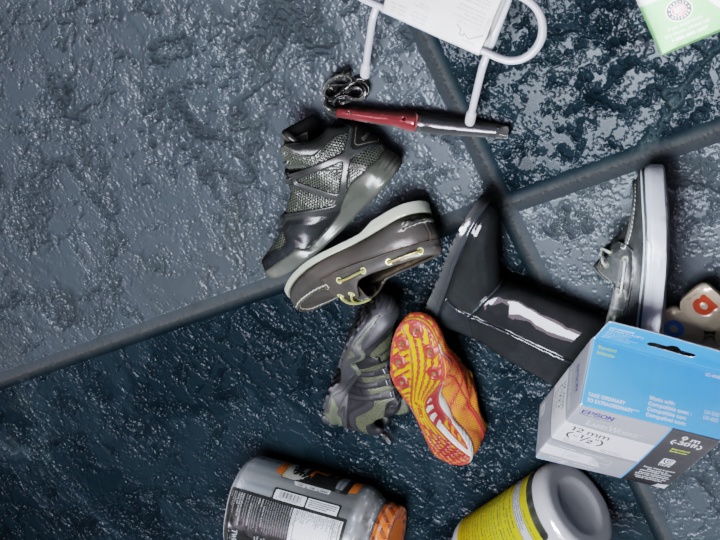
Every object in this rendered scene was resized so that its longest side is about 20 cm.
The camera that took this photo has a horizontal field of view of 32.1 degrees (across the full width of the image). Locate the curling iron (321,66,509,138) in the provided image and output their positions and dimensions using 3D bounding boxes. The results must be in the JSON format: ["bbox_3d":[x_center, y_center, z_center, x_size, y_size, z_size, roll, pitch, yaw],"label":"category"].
[{"bbox_3d":[0.051,-0.157,1.239,0.198,0.026,0.050,17,126,14],"label":"curling iron"}]

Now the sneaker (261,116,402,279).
[{"bbox_3d":[-0.056,-0.082,1.301,0.114,0.076,0.199,43,122,-2],"label":"sneaker"}]

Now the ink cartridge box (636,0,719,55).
[{"bbox_3d":[0.275,-0.303,1.024,0.145,0.084,0.201,-20,109,31],"label":"ink cartridge box"}]

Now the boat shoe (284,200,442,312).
[{"bbox_3d":[0.000,0.000,1.313,0.200,0.071,0.061,-33,70,32],"label":"boat shoe"}]

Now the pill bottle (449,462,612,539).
[{"bbox_3d":[0.174,0.304,1.393,0.112,0.113,0.200,45,125,-6],"label":"pill bottle"}]

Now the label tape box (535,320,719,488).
[{"bbox_3d":[0.266,0.133,1.200,0.141,0.067,0.201,14,151,-5],"label":"label tape box"}]

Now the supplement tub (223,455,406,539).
[{"bbox_3d":[-0.052,0.301,1.484,0.197,0.123,0.124,13,122,16],"label":"supplement tub"}]

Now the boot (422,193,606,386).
[{"bbox_3d":[0.178,0.030,1.264,0.198,0.066,0.166,28,133,10],"label":"boot"}]

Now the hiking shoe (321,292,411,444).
[{"bbox_3d":[0.026,0.107,1.380,0.100,0.076,0.201,21,133,1],"label":"hiking shoe"}]

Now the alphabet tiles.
[{"bbox_3d":[0.368,0.104,1.250,0.195,0.015,0.200,39,126,-10],"label":"alphabet tiles"}]

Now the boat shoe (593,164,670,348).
[{"bbox_3d":[0.256,-0.001,1.190,0.070,0.072,0.203,5,103,16],"label":"boat shoe"}]

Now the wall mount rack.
[{"bbox_3d":[0.073,-0.228,1.157,0.198,0.075,0.175,25,115,8],"label":"wall mount rack"}]

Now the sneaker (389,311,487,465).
[{"bbox_3d":[0.084,0.118,1.344,0.072,0.077,0.202,3,131,29],"label":"sneaker"}]
